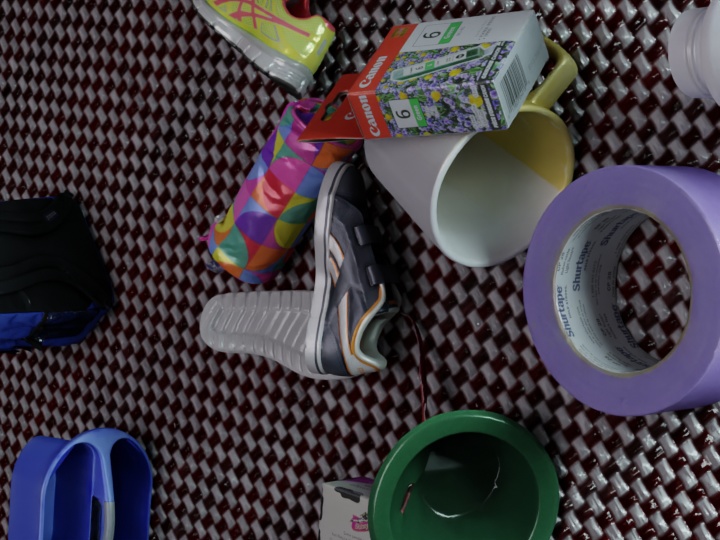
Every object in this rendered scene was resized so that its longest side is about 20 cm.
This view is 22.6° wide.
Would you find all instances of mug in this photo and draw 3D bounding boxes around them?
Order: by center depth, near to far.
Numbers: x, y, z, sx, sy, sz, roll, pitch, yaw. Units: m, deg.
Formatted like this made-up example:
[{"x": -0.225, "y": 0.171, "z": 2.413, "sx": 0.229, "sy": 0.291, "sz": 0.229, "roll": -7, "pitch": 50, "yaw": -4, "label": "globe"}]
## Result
[{"x": 0.096, "y": -0.110, "z": 1.567, "sx": 0.153, "sy": 0.187, "sz": 0.149, "roll": 39, "pitch": 151, "yaw": 46, "label": "mug"}]

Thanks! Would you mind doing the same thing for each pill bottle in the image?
[{"x": 0.329, "y": -0.166, "z": 1.326, "sx": 0.200, "sy": 0.111, "sz": 0.111, "roll": 2, "pitch": 93, "yaw": 44, "label": "pill bottle"}]

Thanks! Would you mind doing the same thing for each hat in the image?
[{"x": 0.083, "y": 0.176, "z": 1.631, "sx": 0.176, "sy": 0.166, "sz": 0.200, "roll": -122, "pitch": 56, "yaw": -76, "label": "hat"}]

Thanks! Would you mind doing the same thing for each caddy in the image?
[{"x": -0.297, "y": 0.263, "z": 1.942, "sx": 0.105, "sy": 0.141, "sz": 0.200, "roll": 12, "pitch": 101, "yaw": 47, "label": "caddy"}]

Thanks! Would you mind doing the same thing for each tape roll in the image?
[{"x": 0.233, "y": 0.015, "z": 1.447, "sx": 0.200, "sy": 0.085, "sz": 0.200, "roll": 2, "pitch": 93, "yaw": 45, "label": "tape roll"}]

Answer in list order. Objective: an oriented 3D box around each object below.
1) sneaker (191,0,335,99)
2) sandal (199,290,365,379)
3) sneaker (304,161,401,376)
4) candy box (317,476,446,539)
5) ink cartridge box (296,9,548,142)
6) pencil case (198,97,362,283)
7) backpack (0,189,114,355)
[{"x": -0.089, "y": -0.247, "z": 1.772, "sx": 0.090, "sy": 0.078, "sz": 0.200, "roll": -52, "pitch": 50, "yaw": 5, "label": "sneaker"}, {"x": -0.066, "y": 0.058, "z": 1.771, "sx": 0.203, "sy": 0.050, "sz": 0.082, "roll": 13, "pitch": 86, "yaw": 32, "label": "sandal"}, {"x": 0.000, "y": 0.000, "z": 1.680, "sx": 0.079, "sy": 0.078, "sz": 0.200, "roll": 5, "pitch": 93, "yaw": 22, "label": "sneaker"}, {"x": 0.022, "y": 0.306, "z": 1.684, "sx": 0.136, "sy": 0.061, "sz": 0.200, "roll": 13, "pitch": 101, "yaw": 44, "label": "candy box"}, {"x": 0.044, "y": -0.160, "z": 1.498, "sx": 0.200, "sy": 0.109, "sz": 0.050, "roll": -2, "pitch": 128, "yaw": 30, "label": "ink cartridge box"}, {"x": -0.079, "y": -0.076, "z": 1.750, "sx": 0.200, "sy": 0.088, "sz": 0.088, "roll": -54, "pitch": 57, "yaw": 29, "label": "pencil case"}, {"x": -0.402, "y": 0.020, "z": 1.993, "sx": 0.168, "sy": 0.200, "sz": 0.163, "roll": -46, "pitch": 62, "yaw": 35, "label": "backpack"}]
